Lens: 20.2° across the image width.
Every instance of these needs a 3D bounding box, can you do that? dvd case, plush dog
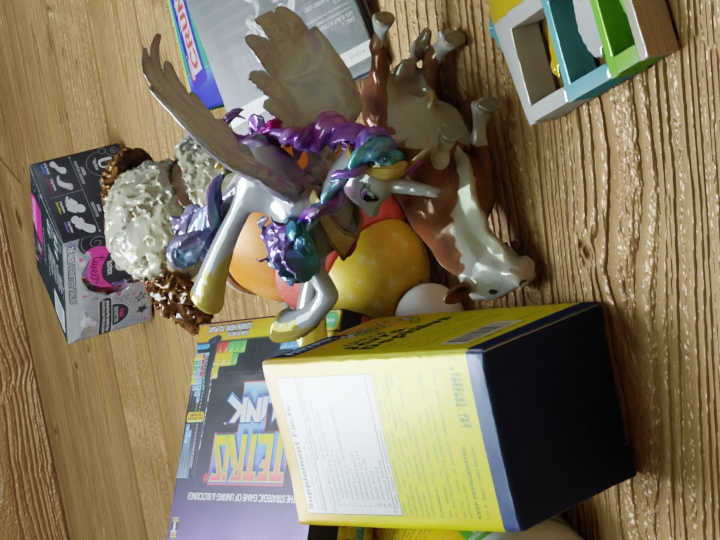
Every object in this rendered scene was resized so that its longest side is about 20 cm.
[{"bbox_3d":[-0.070,-0.215,1.474,0.148,0.016,0.201,-23,85,37],"label":"dvd case"},{"bbox_3d":[-0.123,-0.051,1.609,0.201,0.171,0.161,63,-177,32],"label":"plush dog"}]

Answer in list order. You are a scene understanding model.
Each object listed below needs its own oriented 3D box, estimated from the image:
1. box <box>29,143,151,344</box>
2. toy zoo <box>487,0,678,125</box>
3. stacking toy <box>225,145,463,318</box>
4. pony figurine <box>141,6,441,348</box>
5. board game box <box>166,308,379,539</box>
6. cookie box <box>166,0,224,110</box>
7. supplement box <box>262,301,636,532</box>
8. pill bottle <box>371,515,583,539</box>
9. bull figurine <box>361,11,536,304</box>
[{"bbox_3d":[-0.315,-0.030,2.390,0.201,0.114,0.133,97,151,-53],"label":"box"},{"bbox_3d":[0.108,-0.158,1.112,0.200,0.020,0.132,156,99,-72],"label":"toy zoo"},{"bbox_3d":[0.000,0.000,1.449,0.200,0.146,0.147,41,146,35],"label":"stacking toy"},{"bbox_3d":[-0.052,-0.059,1.284,0.193,0.166,0.200,44,131,14],"label":"pony figurine"},{"bbox_3d":[-0.058,0.118,1.427,0.200,0.056,0.167,-9,69,56],"label":"board game box"},{"bbox_3d":[-0.098,-0.223,1.611,0.200,0.075,0.172,175,81,-73],"label":"cookie box"},{"bbox_3d":[0.051,0.089,1.230,0.199,0.109,0.110,-5,100,48],"label":"supplement box"},{"bbox_3d":[0.069,0.178,1.357,0.200,0.110,0.112,-137,36,-59],"label":"pill bottle"},{"bbox_3d":[0.051,-0.073,1.289,0.122,0.065,0.200,99,149,-44],"label":"bull figurine"}]
